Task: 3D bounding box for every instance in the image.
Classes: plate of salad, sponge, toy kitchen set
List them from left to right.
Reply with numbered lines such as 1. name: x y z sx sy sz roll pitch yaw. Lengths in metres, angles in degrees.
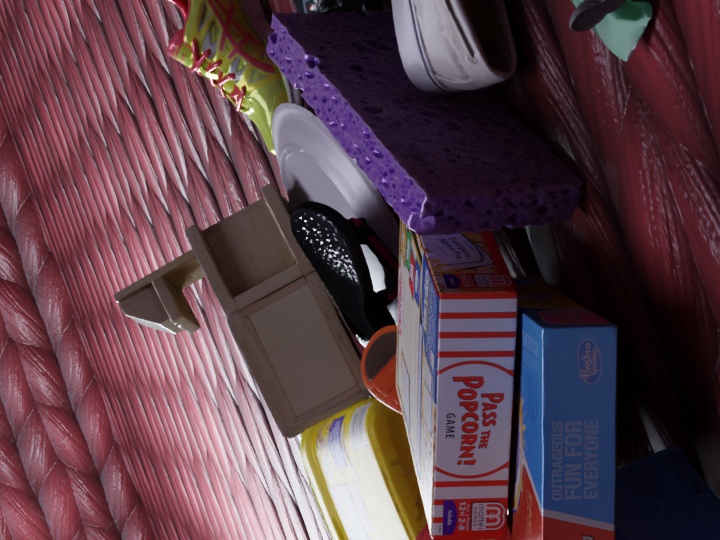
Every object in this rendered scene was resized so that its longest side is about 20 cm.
1. toy kitchen set: -0.089 0.061 1.281 0.182 0.162 0.200 62 -178 12
2. plate of salad: -0.004 -0.042 1.194 0.201 0.048 0.201 50 162 23
3. sponge: 0.033 -0.092 0.922 0.200 0.110 0.030 53 137 42

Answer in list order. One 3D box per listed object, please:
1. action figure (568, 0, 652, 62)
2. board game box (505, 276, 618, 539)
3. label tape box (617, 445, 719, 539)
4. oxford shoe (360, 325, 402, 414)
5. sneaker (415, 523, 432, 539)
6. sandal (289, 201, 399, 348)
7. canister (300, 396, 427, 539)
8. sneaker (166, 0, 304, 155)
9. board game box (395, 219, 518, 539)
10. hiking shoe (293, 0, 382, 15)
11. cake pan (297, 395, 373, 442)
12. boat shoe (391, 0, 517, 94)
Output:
1. action figure: 0.076 -0.204 0.780 0.119 0.054 0.201 87 160 -50
2. board game box: 0.102 0.091 0.889 0.200 0.040 0.155 -130 39 -82
3. label tape box: 0.184 0.221 0.898 0.202 0.065 0.144 85 158 -45
4. oxford shoe: 0.087 0.105 1.086 0.200 0.072 0.073 42 -169 37
5. sneaker: 0.109 0.207 0.914 0.200 0.078 0.116 50 149 22
6. sandal: 0.000 0.000 1.122 0.075 0.045 0.201 42 169 28
7. canister: 0.028 0.170 1.270 0.150 0.086 0.200 68 161 5
8. sneaker: -0.112 -0.177 1.299 0.202 0.089 0.078 64 160 13
9. board game box: 0.053 0.044 0.944 0.200 0.046 0.154 -102 12 -67
10. hiking shoe: -0.017 -0.211 1.003 0.088 0.074 0.200 66 162 8
11. cake pan: -0.031 0.128 1.478 0.201 0.036 0.202 56 157 38
12. boat shoe: 0.046 -0.197 0.867 0.069 0.071 0.203 2 110 42
